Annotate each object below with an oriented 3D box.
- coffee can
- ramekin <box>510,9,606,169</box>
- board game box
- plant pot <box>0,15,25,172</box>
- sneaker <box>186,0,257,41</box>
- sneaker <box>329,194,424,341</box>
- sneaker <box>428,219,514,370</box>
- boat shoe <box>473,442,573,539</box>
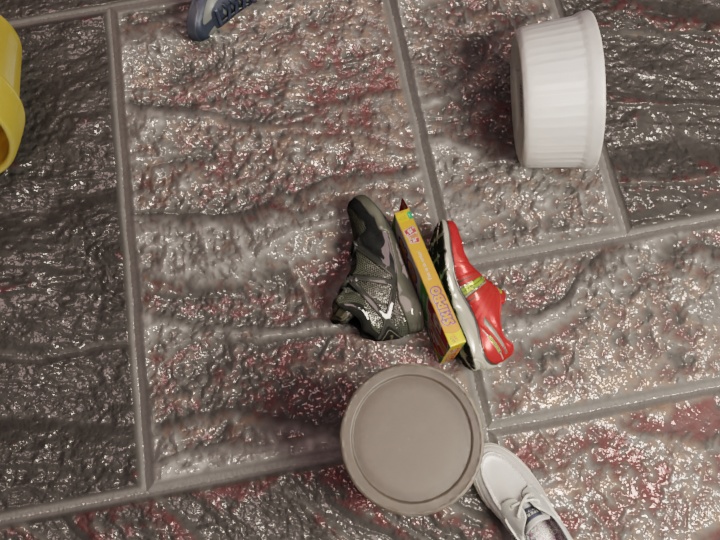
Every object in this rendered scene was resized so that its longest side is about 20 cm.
[{"bbox_3d":[0.054,0.196,0.786,0.144,0.200,0.149,-1,72,2],"label":"coffee can"},{"bbox_3d":[0.254,-0.232,0.924,0.096,0.201,0.204,-3,72,8],"label":"ramekin"},{"bbox_3d":[0.080,0.013,0.898,0.030,0.096,0.203,-17,72,-7],"label":"board game box"},{"bbox_3d":[-0.556,-0.261,0.958,0.197,0.202,0.191,0,57,1],"label":"plant pot"},{"bbox_3d":[-0.186,-0.423,1.056,0.081,0.070,0.202,26,76,12],"label":"sneaker"},{"bbox_3d":[0.000,0.000,0.914,0.113,0.076,0.202,-17,78,-11],"label":"sneaker"},{"bbox_3d":[0.145,0.029,0.913,0.084,0.077,0.203,-13,79,-15],"label":"sneaker"},{"bbox_3d":[0.199,0.292,0.820,0.071,0.069,0.202,-27,74,-7],"label":"boat shoe"}]
